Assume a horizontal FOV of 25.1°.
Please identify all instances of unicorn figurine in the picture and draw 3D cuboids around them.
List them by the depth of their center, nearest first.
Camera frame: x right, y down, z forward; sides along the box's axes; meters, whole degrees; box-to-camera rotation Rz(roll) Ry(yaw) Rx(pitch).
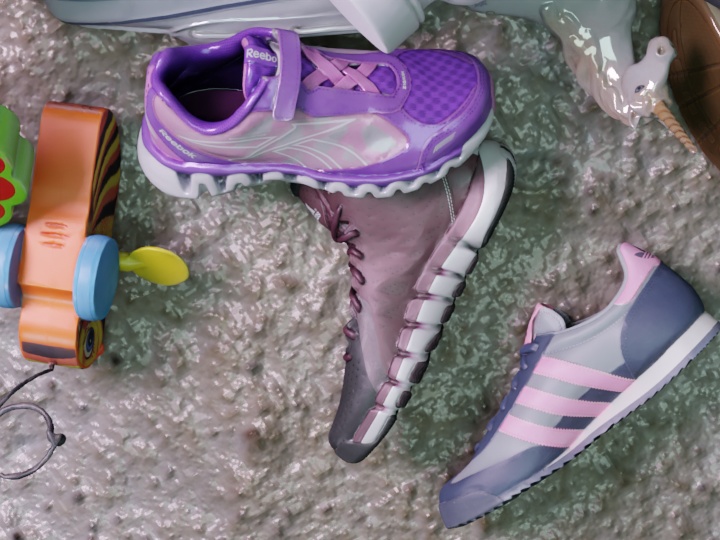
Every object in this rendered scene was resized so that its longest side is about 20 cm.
[{"bbox_3d":[0.111,-0.160,0.874,0.198,0.074,0.139,19,103,18],"label":"unicorn figurine"}]

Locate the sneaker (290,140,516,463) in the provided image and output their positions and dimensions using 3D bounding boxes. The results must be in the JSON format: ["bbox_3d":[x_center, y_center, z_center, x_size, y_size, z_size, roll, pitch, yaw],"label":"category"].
[{"bbox_3d":[0.000,0.000,0.925,0.115,0.076,0.202,26,95,0],"label":"sneaker"}]

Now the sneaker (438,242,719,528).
[{"bbox_3d":[0.110,0.067,0.943,0.200,0.070,0.082,-40,84,9],"label":"sneaker"}]

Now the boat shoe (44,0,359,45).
[{"bbox_3d":[-0.075,-0.146,0.882,0.198,0.074,0.066,-2,132,15],"label":"boat shoe"}]

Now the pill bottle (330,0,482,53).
[{"bbox_3d":[0.058,-0.204,0.784,0.200,0.112,0.113,-43,100,1],"label":"pill bottle"}]

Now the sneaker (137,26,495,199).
[{"bbox_3d":[-0.028,-0.091,0.856,0.198,0.081,0.089,-5,149,5],"label":"sneaker"}]

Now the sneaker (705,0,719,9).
[{"bbox_3d":[0.224,-0.161,0.809,0.198,0.106,0.075,-16,130,-28],"label":"sneaker"}]

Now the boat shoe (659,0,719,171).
[{"bbox_3d":[0.239,-0.079,0.897,0.072,0.072,0.201,-33,91,-20],"label":"boat shoe"}]

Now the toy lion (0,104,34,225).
[{"bbox_3d":[-0.268,-0.051,0.861,0.189,0.201,0.069,4,63,-2],"label":"toy lion"}]

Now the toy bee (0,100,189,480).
[{"bbox_3d":[-0.175,0.010,0.925,0.130,0.109,0.201,29,83,9],"label":"toy bee"}]
